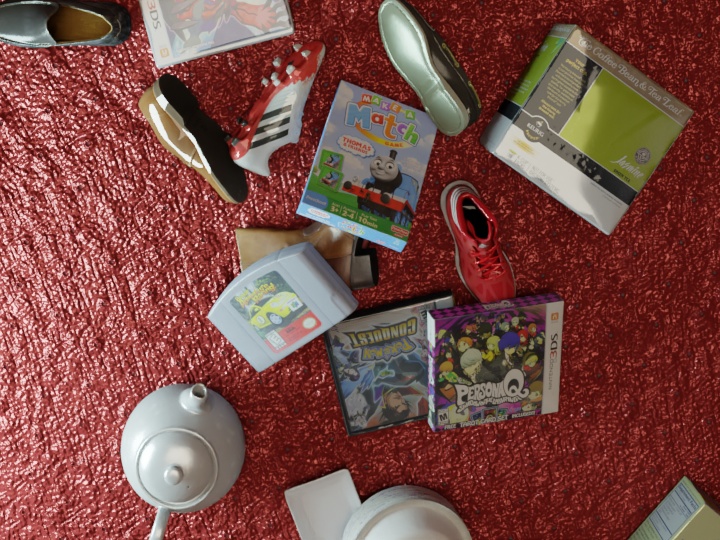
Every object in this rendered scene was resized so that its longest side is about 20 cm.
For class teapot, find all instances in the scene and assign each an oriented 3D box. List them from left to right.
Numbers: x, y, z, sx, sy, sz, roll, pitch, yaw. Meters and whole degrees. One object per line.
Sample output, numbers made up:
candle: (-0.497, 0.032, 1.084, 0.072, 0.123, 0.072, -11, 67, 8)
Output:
teapot: (-0.259, 0.271, 1.501, 0.195, 0.146, 0.202, -26, 104, 5)

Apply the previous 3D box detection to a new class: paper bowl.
paper bowl: (0.074, 0.431, 1.556, 0.197, 0.104, 0.205, -2, 99, -12)

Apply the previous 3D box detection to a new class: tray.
tray: (-0.034, 0.403, 1.602, 0.106, 0.022, 0.203, -19, 103, 4)

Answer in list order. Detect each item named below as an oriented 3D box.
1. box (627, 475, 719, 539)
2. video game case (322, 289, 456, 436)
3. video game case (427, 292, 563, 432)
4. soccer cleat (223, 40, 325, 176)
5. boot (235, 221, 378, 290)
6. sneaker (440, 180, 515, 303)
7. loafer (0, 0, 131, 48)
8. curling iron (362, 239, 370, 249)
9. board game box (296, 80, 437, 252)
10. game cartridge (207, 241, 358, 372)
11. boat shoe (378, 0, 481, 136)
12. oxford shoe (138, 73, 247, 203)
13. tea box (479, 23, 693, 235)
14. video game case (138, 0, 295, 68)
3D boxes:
box: (0.502, 0.453, 1.591, 0.175, 0.097, 0.201, 37, 100, -9)
video game case: (0.056, 0.137, 1.532, 0.196, 0.026, 0.184, -13, 109, 1)
video game case: (0.192, 0.132, 1.505, 0.196, 0.036, 0.185, -7, 114, -12)
soccer cleat: (-0.103, -0.221, 1.435, 0.085, 0.069, 0.201, 35, 92, -34)
boot: (-0.079, -0.061, 1.480, 0.196, 0.069, 0.192, -3, 104, 15)
sneaker: (0.167, -0.021, 1.460, 0.077, 0.116, 0.202, -27, 103, 5)
loafer: (-0.408, -0.331, 1.393, 0.196, 0.072, 0.074, -3, 105, 0)
curling iron: (0.000, 0.000, 1.505, 0.049, 0.026, 0.202, 28, 101, -5)
board game box: (0.013, -0.142, 1.410, 0.149, 0.037, 0.203, 19, 63, -7)
game cartridge: (-0.116, 0.049, 1.472, 0.199, 0.041, 0.134, -34, 104, 28)
boat shoe: (0.095, -0.282, 1.427, 0.071, 0.060, 0.203, -25, 96, 50)
oxford shoe: (-0.229, -0.171, 1.449, 0.071, 0.071, 0.201, -28, 104, 34)
tea box: (0.298, -0.194, 1.414, 0.198, 0.134, 0.198, 33, 101, -9)
video game case: (-0.204, -0.387, 1.411, 0.196, 0.023, 0.185, -14, 103, 1)
